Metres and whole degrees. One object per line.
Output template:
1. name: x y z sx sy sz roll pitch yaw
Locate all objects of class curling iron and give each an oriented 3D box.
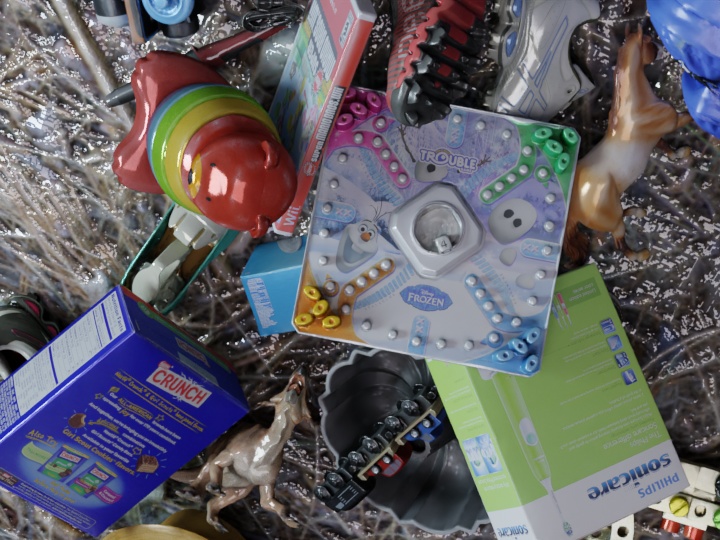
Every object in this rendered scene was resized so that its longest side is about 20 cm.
1. curling iron: -0.136 -0.188 1.225 0.199 0.026 0.050 -24 141 23

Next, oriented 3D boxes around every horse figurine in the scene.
1. horse figurine: 0.215 -0.084 1.169 0.132 0.050 0.201 20 106 -42

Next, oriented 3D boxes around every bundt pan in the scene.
1. bundt pan: 0.066 0.137 1.312 0.201 0.076 0.203 17 126 25

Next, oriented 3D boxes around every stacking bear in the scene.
1. stacking bear: -0.112 -0.089 1.147 0.113 0.200 0.122 8 106 -26

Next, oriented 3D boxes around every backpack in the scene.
1. backpack: 0.307 -0.175 1.073 0.199 0.163 0.168 31 108 -4

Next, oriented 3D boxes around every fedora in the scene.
1. fedora: -0.170 0.300 1.446 0.199 0.082 0.201 14 132 16

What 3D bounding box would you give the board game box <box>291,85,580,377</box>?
1. board game box: 0.060 -0.033 1.128 0.199 0.026 0.201 11 85 1

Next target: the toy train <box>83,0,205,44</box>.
1. toy train: -0.184 -0.281 1.159 0.114 0.087 0.201 3 120 19

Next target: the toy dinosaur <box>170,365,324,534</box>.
1. toy dinosaur: -0.103 0.169 1.370 0.086 0.136 0.199 39 144 -27

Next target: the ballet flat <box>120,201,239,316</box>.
1. ballet flat: -0.156 -0.025 1.291 0.067 0.070 0.200 35 117 -4

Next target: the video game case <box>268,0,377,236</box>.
1. video game case: -0.040 -0.148 1.167 0.017 0.143 0.201 12 121 -19

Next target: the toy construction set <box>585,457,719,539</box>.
1. toy construction set: 0.291 0.236 1.337 0.199 0.092 0.132 14 95 -6

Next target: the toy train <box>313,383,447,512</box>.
1. toy train: 0.021 0.162 1.285 0.046 0.034 0.200 41 132 0

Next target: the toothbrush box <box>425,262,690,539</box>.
1. toothbrush box: 0.156 0.115 1.187 0.145 0.086 0.201 -21 82 -19

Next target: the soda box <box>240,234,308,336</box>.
1. soda box: 0.000 0.000 1.278 0.199 0.068 0.065 -10 114 15

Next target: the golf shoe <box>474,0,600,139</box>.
1. golf shoe: 0.142 -0.139 1.180 0.097 0.078 0.201 8 120 -1

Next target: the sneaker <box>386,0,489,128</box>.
1. sneaker: 0.053 -0.208 1.121 0.098 0.071 0.202 13 83 39

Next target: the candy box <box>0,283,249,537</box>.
1. candy box: -0.230 0.130 1.313 0.200 0.077 0.169 -38 134 11

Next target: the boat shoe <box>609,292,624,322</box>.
1. boat shoe: 0.169 0.102 1.308 0.067 0.057 0.200 29 118 -6

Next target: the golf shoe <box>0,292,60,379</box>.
1. golf shoe: -0.289 0.117 1.380 0.077 0.088 0.200 -38 107 23
